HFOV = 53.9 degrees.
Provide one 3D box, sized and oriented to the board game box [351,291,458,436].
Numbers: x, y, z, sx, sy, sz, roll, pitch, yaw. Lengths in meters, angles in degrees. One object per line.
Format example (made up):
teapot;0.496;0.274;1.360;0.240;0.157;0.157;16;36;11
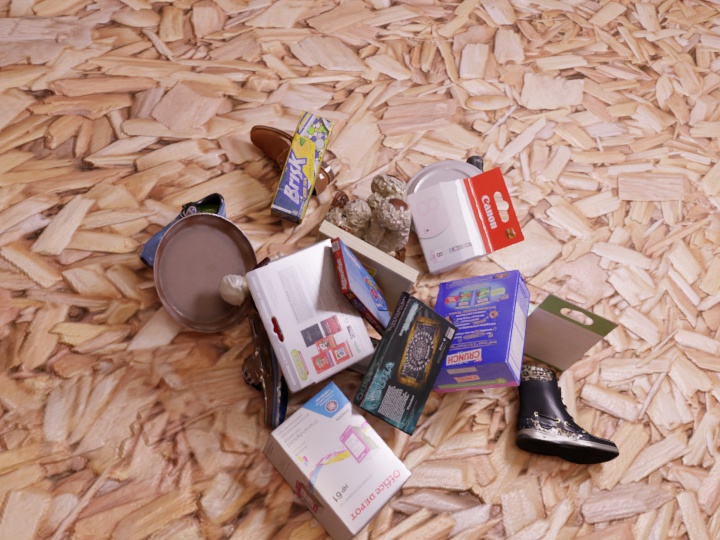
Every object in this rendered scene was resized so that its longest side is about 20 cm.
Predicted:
board game box;0.078;0.157;1.186;0.134;0.028;0.204;34;76;-34

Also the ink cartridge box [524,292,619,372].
ink cartridge box;0.369;0.105;1.320;0.142;0.202;0.049;23;52;-3

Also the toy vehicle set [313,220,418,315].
toy vehicle set;0.000;0.000;1.309;0.196;0.125;0.027;28;52;1

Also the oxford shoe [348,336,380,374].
oxford shoe;0.033;0.153;1.263;0.195;0.058;0.077;17;52;-10

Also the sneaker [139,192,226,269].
sneaker;-0.318;-0.078;1.271;0.078;0.090;0.200;36;53;9

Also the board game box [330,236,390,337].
board game box;0.006;0.037;1.199;0.019;0.200;0.105;-21;54;14

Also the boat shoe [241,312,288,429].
boat shoe;-0.160;0.165;1.186;0.070;0.073;0.205;-4;62;0

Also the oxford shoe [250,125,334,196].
oxford shoe;-0.150;-0.224;1.440;0.197;0.072;0.072;34;58;3

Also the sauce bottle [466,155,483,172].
sauce bottle;0.255;-0.161;1.544;0.064;0.067;0.204;10;53;-12

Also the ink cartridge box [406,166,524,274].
ink cartridge box;0.206;-0.103;1.407;0.195;0.057;0.167;-21;78;17

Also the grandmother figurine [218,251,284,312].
grandmother figurine;-0.158;0.029;1.253;0.196;0.060;0.125;-4;93;-35

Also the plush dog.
plush dog;0.009;-0.089;1.385;0.166;0.165;0.201;0;28;-2

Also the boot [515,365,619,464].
boot;0.375;0.263;1.299;0.198;0.074;0.157;13;52;-10

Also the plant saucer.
plant saucer;-0.267;0.005;1.225;0.196;0.032;0.207;6;80;-36

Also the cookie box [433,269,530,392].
cookie box;0.211;0.110;1.281;0.076;0.167;0.203;50;43;-36

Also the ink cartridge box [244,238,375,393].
ink cartridge box;-0.096;0.077;1.146;0.173;0.083;0.205;-21;88;-35

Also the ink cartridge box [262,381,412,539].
ink cartridge box;-0.036;0.305;1.120;0.143;0.085;0.200;-35;75;-34

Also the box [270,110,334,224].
box;-0.115;-0.200;1.384;0.068;0.064;0.205;18;82;-6

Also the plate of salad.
plate of salad;0.181;-0.145;1.494;0.194;0.048;0.205;-7;59;12
